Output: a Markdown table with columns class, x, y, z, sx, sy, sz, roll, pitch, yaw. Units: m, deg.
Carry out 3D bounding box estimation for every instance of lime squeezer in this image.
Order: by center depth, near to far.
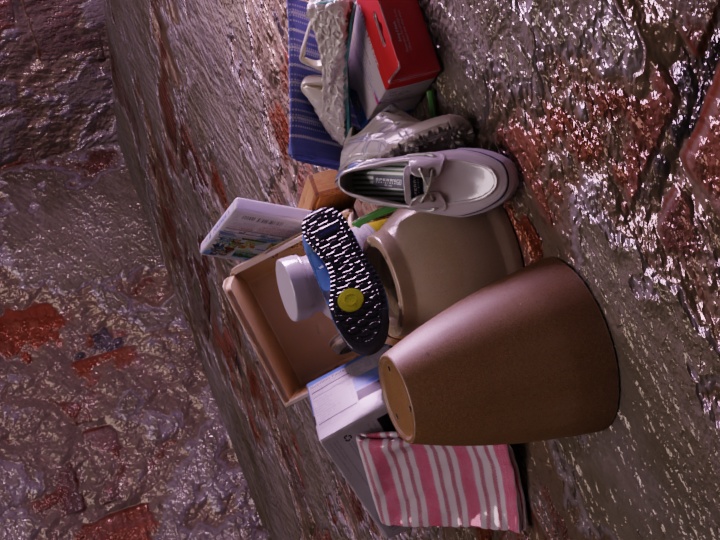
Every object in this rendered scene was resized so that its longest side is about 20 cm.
| class | x | y | z | sx | sy | sz | roll | pitch | yaw |
| --- | --- | --- | --- | --- | --- | --- | --- | --- | --- |
| lime squeezer | 0.067 | -0.119 | 1.539 | 0.071 | 0.038 | 0.200 | 37 | 118 | 13 |

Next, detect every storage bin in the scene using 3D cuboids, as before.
| class | x | y | z | sx | sy | sz | roll | pitch | yaw |
| --- | --- | --- | --- | --- | --- | --- | --- | --- | --- |
| storage bin | -0.053 | 0.046 | 1.744 | 0.199 | 0.200 | 0.094 | 62 | -168 | -5 |

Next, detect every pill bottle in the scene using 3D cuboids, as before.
| class | x | y | z | sx | sy | sz | roll | pitch | yaw |
| --- | --- | --- | --- | --- | --- | --- | --- | --- | --- |
| pill bottle | 0.000 | 0.000 | 1.615 | 0.112 | 0.200 | 0.112 | 165 | 90 | -74 |

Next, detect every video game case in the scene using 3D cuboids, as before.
| class | x | y | z | sx | sy | sz | roll | pitch | yaw |
| --- | --- | --- | --- | --- | --- | --- | --- | --- | --- |
| video game case | -0.110 | -0.047 | 1.839 | 0.182 | 0.200 | 0.022 | 139 | 136 | -60 |

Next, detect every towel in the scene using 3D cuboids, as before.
| class | x | y | z | sx | sy | sz | roll | pitch | yaw |
| --- | --- | --- | --- | --- | --- | --- | --- | --- | --- |
| towel | 0.099 | 0.261 | 1.574 | 0.030 | 0.200 | 0.146 | -62 | -37 | -52 |
| towel | -0.045 | -0.226 | 1.593 | 0.024 | 0.145 | 0.200 | -5 | 83 | 36 |

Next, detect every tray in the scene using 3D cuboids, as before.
| class | x | y | z | sx | sy | sz | roll | pitch | yaw |
| --- | --- | --- | --- | --- | --- | --- | --- | --- | --- |
| tray | -0.038 | -0.091 | 1.837 | 0.200 | 0.099 | 0.037 | 115 | 136 | -66 |

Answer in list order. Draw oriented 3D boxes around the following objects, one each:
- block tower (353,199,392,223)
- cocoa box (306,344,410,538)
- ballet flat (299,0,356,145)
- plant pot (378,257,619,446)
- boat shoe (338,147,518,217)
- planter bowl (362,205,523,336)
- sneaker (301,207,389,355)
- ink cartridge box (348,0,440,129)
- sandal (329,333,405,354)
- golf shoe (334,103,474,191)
| class | x | y | z | sx | sy | sz | roll | pitch | yaw |
| --- | --- | --- | --- | --- | --- | --- | --- | --- | --- |
| block tower | 0.037 | -0.118 | 1.645 | 0.200 | 0.054 | 0.058 | 109 | 142 | -62 |
| cocoa box | 0.037 | 0.221 | 1.679 | 0.200 | 0.133 | 0.131 | 58 | -174 | -30 |
| ballet flat | -0.039 | -0.239 | 1.516 | 0.072 | 0.072 | 0.200 | -121 | 25 | -43 |
| plant pot | 0.126 | 0.102 | 1.296 | 0.186 | 0.200 | 0.187 | 165 | 90 | -75 |
| boat shoe | 0.068 | -0.089 | 1.366 | 0.200 | 0.067 | 0.074 | -3 | 97 | 34 |
| planter bowl | 0.084 | 0.002 | 1.459 | 0.200 | 0.135 | 0.200 | 164 | 90 | -74 |
| sneaker | -0.012 | 0.021 | 1.454 | 0.078 | 0.066 | 0.200 | 75 | 173 | -55 |
| ink cartridge box | 0.033 | -0.257 | 1.503 | 0.200 | 0.067 | 0.116 | 133 | 120 | -72 |
| sandal | 0.046 | 0.077 | 1.626 | 0.200 | 0.082 | 0.055 | -26 | 76 | 29 |
| golf shoe | 0.045 | -0.157 | 1.469 | 0.200 | 0.078 | 0.097 | -19 | 62 | 41 |
